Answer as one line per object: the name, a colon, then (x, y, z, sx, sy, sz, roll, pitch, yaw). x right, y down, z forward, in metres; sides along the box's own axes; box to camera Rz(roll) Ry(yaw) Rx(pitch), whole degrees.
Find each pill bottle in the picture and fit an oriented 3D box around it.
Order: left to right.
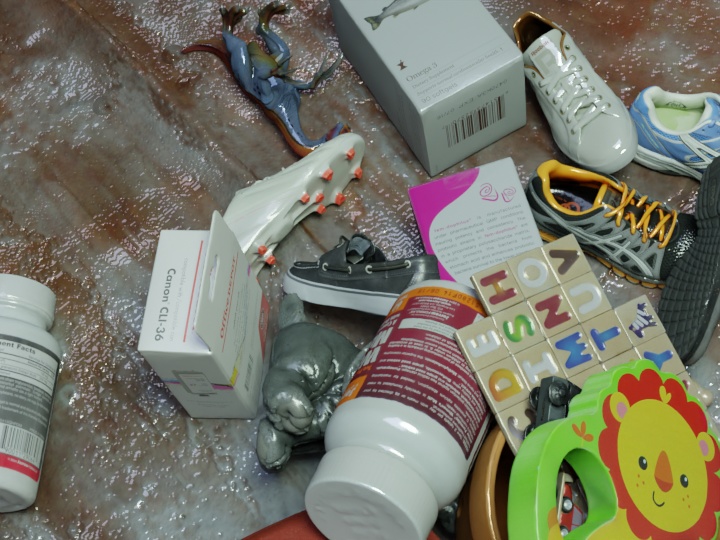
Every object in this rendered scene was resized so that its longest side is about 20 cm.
pill bottle: (-0.334, 0.109, 1.100, 0.110, 0.111, 0.201, -1, 63, 9)
pill bottle: (0.039, 0.110, 0.899, 0.109, 0.110, 0.200, 16, 47, 17)

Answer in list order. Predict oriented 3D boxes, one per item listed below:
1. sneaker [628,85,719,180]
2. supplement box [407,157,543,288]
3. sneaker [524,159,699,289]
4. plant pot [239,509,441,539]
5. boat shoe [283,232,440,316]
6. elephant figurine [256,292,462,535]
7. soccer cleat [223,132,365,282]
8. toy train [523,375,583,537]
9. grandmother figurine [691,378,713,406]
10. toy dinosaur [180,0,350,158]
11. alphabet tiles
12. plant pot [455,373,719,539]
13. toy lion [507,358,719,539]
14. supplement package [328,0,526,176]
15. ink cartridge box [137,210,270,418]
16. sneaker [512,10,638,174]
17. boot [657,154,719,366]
sneaker: (0.340, -0.116, 1.123, 0.199, 0.077, 0.076, 16, 65, 15)
supplement box: (0.119, 0.016, 1.078, 0.101, 0.103, 0.201, -16, 63, 2)
sneaker: (0.239, -0.045, 1.104, 0.199, 0.077, 0.079, 17, 65, 15)
plant pot: (-0.003, 0.286, 0.920, 0.176, 0.200, 0.200, -35, 62, -22)
boat shoe: (0.000, 0.000, 1.077, 0.200, 0.070, 0.067, 11, 99, 55)
elephant figurine: (0.017, 0.124, 1.041, 0.199, 0.142, 0.156, 6, 108, 2)
soccer cleat: (-0.079, -0.071, 1.176, 0.077, 0.069, 0.200, 39, 78, 27)
toy train: (0.130, 0.173, 0.831, 0.046, 0.034, 0.201, 19, 70, -23)
grandmother figurine: (0.250, 0.119, 1.029, 0.121, 0.061, 0.200, -14, 59, -32)
toy dinosaur: (-0.082, -0.188, 1.250, 0.105, 0.200, 0.182, -9, 81, -37)
alphabet tiles: (0.166, 0.076, 0.900, 0.167, 0.008, 0.201, -21, 79, -25)
plant pot: (0.161, 0.196, 0.934, 0.199, 0.140, 0.201, 7, 67, -17)
toy lion: (0.178, 0.151, 0.818, 0.069, 0.199, 0.193, -23, 57, 47)
supplement package: (0.064, -0.219, 1.198, 0.117, 0.117, 0.200, -30, 62, -6)
ink cartridge box: (-0.136, 0.041, 1.051, 0.067, 0.200, 0.117, 1, 63, 9)
sneaker: (0.193, -0.172, 1.151, 0.073, 0.085, 0.200, -39, 47, 16)
boot: (0.343, 0.007, 1.049, 0.131, 0.070, 0.201, 24, 83, -20)
